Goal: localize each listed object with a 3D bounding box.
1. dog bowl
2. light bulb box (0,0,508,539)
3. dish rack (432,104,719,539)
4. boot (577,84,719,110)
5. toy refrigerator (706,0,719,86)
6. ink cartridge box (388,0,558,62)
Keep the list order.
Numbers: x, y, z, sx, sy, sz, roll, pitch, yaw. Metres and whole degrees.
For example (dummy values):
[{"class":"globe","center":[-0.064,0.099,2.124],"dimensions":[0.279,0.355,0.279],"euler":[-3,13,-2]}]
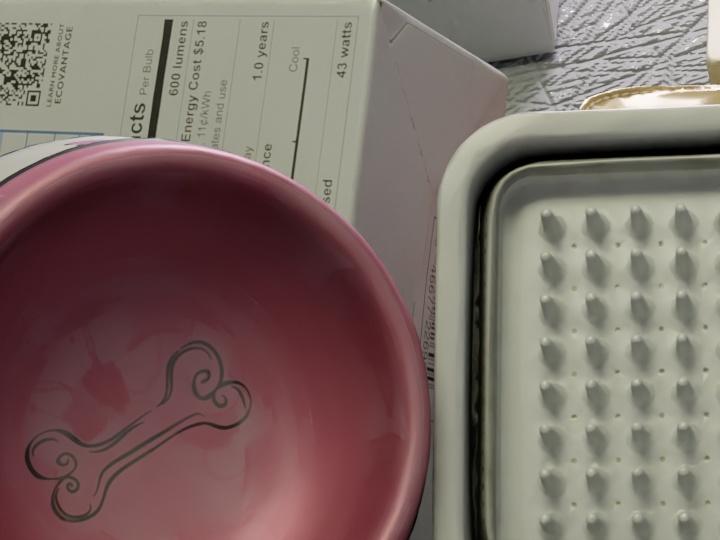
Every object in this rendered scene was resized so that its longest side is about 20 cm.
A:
[{"class":"dog bowl","center":[-0.066,0.048,0.843],"dimensions":[0.200,0.200,0.074],"euler":[-30,2,-23]},{"class":"light bulb box","center":[-0.067,0.005,1.009],"dimensions":[0.200,0.199,0.125],"euler":[3,-9,27]},{"class":"dish rack","center":[0.125,0.032,0.859],"dimensions":[0.200,0.044,0.172],"euler":[-1,75,9]},{"class":"boot","center":[0.179,-0.085,1.078],"dimensions":[0.200,0.156,0.073],"euler":[6,49,13]},{"class":"toy refrigerator","center":[0.257,-0.099,1.181],"dimensions":[0.200,0.070,0.076],"euler":[-7,39,14]},{"class":"ink cartridge box","center":[-0.006,-0.189,1.360],"dimensions":[0.200,0.145,0.147],"euler":[-8,32,11]}]
